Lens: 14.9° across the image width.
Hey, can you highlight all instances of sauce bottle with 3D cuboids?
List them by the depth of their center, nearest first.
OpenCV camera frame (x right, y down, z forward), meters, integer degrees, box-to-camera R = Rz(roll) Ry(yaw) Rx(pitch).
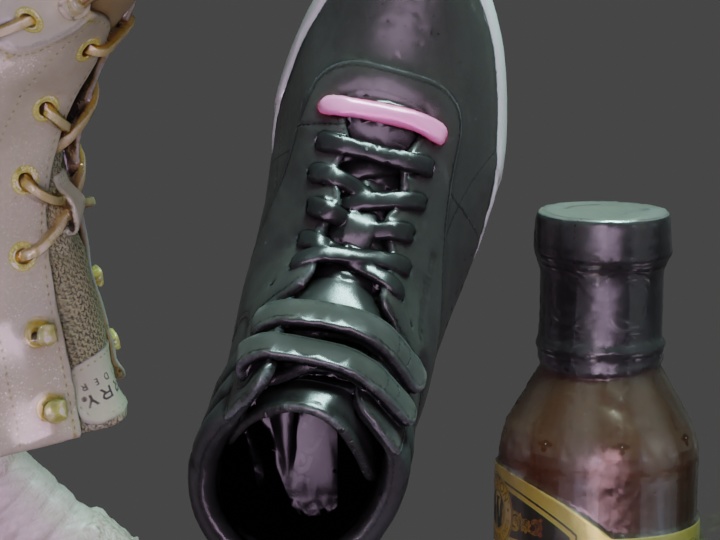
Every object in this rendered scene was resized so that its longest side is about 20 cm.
[{"bbox_3d":[0.071,0.080,0.828,0.064,0.065,0.202,0,98,-2],"label":"sauce bottle"}]

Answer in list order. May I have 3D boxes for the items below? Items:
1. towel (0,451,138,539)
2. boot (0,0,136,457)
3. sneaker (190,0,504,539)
[{"bbox_3d":[-0.152,0.138,0.846,0.132,0.034,0.200,43,95,-9],"label":"towel"},{"bbox_3d":[-0.084,-0.033,0.756,0.199,0.072,0.156,-13,103,19],"label":"boot"},{"bbox_3d":[0.000,0.000,0.786,0.070,0.099,0.201,14,98,-2],"label":"sneaker"}]
